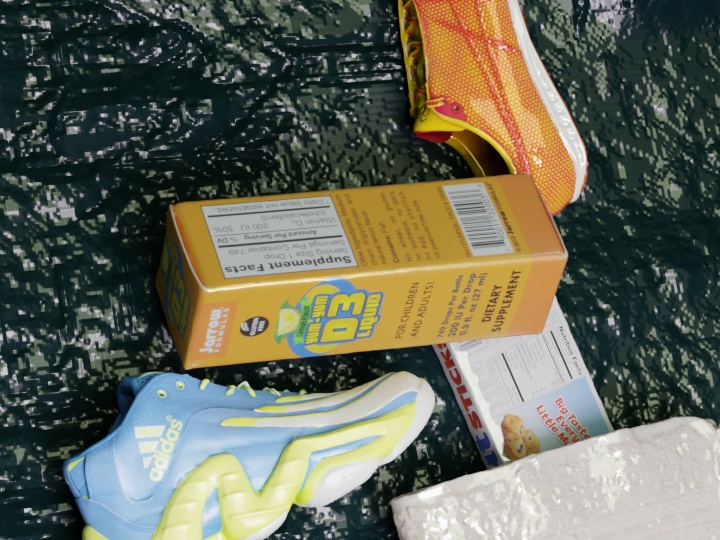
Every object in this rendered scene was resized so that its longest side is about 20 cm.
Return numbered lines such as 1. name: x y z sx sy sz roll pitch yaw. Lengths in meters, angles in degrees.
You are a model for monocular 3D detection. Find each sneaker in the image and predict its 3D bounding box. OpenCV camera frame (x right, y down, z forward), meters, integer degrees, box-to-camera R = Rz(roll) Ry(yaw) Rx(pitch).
1. sneaker: -0.059 0.080 1.100 0.199 0.076 0.105 -31 91 -25
2. sneaker: 0.052 -0.116 1.196 0.077 0.073 0.201 -26 86 -16

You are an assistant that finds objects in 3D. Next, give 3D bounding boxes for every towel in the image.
1. towel: 0.122 0.156 1.155 0.199 0.034 0.133 -14 84 -22

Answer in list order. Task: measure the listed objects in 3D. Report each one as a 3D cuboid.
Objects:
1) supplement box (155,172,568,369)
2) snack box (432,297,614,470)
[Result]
1. supplement box: 0.000 0.000 1.129 0.199 0.067 0.069 -4 48 -18
2. snack box: 0.105 0.102 1.192 0.072 0.024 0.201 -22 87 -26
